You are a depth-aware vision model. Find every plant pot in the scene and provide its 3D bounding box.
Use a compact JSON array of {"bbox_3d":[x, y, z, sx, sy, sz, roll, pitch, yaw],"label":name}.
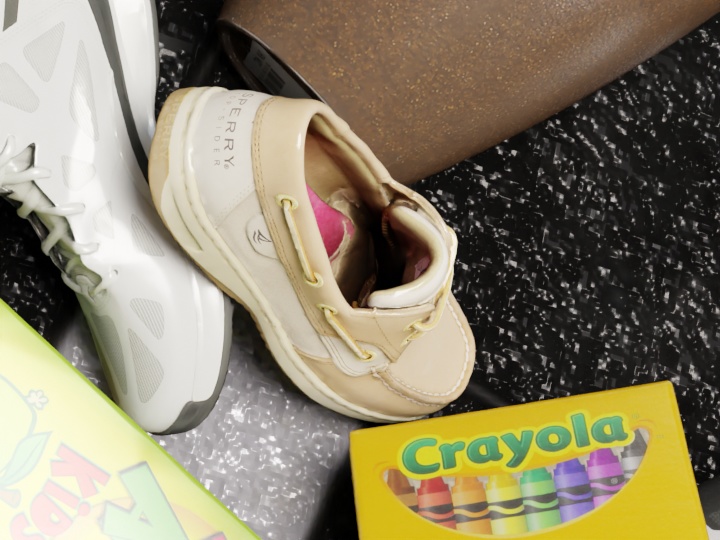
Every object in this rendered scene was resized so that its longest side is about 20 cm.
[{"bbox_3d":[0.045,-0.130,0.918,0.200,0.187,0.187,-44,97,-9],"label":"plant pot"}]

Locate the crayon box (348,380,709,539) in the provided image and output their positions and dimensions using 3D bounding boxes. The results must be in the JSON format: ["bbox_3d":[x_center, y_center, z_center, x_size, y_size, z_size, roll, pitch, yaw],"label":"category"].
[{"bbox_3d":[0.065,0.115,0.856,0.127,0.051,0.200,-10,48,2],"label":"crayon box"}]

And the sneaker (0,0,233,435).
[{"bbox_3d":[-0.122,-0.028,0.848,0.115,0.076,0.201,-16,93,-40],"label":"sneaker"}]

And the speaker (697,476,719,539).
[{"bbox_3d":[0.212,0.094,0.945,0.200,0.081,0.081,-24,89,-9],"label":"speaker"}]

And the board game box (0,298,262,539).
[{"bbox_3d":[-0.114,0.099,0.859,0.200,0.048,0.102,44,66,-9],"label":"board game box"}]

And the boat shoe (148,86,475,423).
[{"bbox_3d":[0.000,0.000,0.867,0.200,0.069,0.074,43,52,-49],"label":"boat shoe"}]
